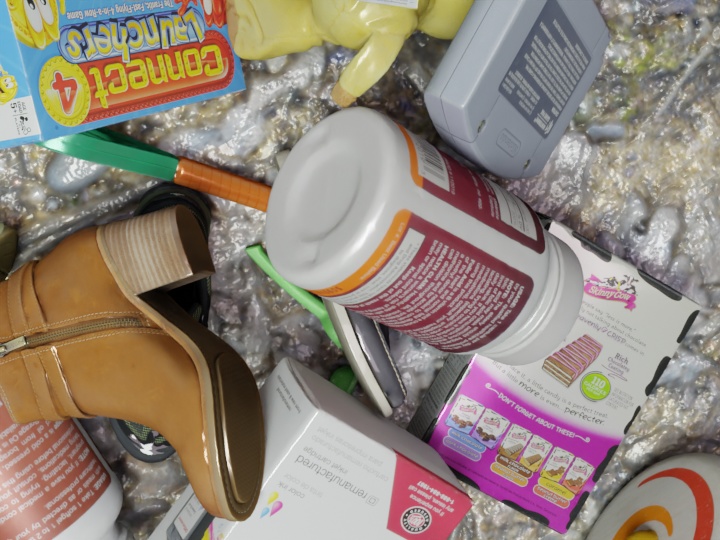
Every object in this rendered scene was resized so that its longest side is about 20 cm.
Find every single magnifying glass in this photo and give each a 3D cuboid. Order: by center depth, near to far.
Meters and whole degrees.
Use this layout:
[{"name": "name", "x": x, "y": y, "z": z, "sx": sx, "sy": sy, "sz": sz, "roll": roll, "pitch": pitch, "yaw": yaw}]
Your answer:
[{"name": "magnifying glass", "x": -0.148, "y": -0.076, "z": 0.745, "sx": 0.199, "sy": 0.080, "sz": 0.023, "roll": 15, "pitch": 100, "yaw": -21}]

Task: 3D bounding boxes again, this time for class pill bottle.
[{"name": "pill bottle", "x": 0.047, "y": -0.013, "z": 0.694, "sx": 0.199, "sy": 0.114, "sz": 0.115, "roll": 26, "pitch": 97, "yaw": -38}, {"name": "pill bottle", "x": -0.236, "y": 0.143, "z": 0.747, "sx": 0.112, "sy": 0.112, "sz": 0.201, "roll": -30, "pitch": 103, "yaw": -2}]

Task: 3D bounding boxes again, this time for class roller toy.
[{"name": "roller toy", "x": 0.248, "y": 0.235, "z": 0.802, "sx": 0.139, "sy": 0.200, "sz": 0.183, "roll": 35, "pitch": 81, "yaw": -12}]

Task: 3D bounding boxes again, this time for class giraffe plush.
[{"name": "giraffe plush", "x": 0.026, "y": -0.200, "z": 0.703, "sx": 0.162, "sy": 0.200, "sz": 0.173, "roll": -10, "pitch": 129, "yaw": -41}]

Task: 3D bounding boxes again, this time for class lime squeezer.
[{"name": "lime squeezer", "x": -0.026, "y": 0.073, "z": 0.803, "sx": 0.070, "sy": 0.038, "sz": 0.201, "roll": -15, "pitch": 103, "yaw": -5}]

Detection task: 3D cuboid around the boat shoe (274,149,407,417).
[{"name": "boat shoe", "x": 0.000, "y": 0.000, "z": 0.753, "sx": 0.062, "sy": 0.073, "sz": 0.201, "roll": -20, "pitch": 79, "yaw": -7}]

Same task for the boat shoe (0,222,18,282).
[{"name": "boat shoe", "x": -0.300, "y": 0.021, "z": 0.682, "sx": 0.063, "sy": 0.201, "sz": 0.073, "roll": 29, "pitch": 134, "yaw": 7}]

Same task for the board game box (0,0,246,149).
[{"name": "board game box", "x": -0.165, "y": -0.188, "z": 0.654, "sx": 0.056, "sy": 0.200, "sz": 0.197, "roll": -4, "pitch": 105, "yaw": 31}]

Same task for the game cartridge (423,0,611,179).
[{"name": "game cartridge", "x": 0.106, "y": -0.130, "z": 0.715, "sx": 0.041, "sy": 0.200, "sz": 0.134, "roll": 36, "pitch": 97, "yaw": 22}]

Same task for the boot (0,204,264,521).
[{"name": "boot", "x": -0.149, "y": 0.073, "z": 0.668, "sx": 0.154, "sy": 0.074, "sz": 0.201, "roll": -21, "pitch": 75, "yaw": 14}]

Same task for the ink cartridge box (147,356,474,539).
[{"name": "ink cartridge box", "x": -0.044, "y": 0.183, "z": 0.727, "sx": 0.147, "sy": 0.086, "sz": 0.200, "roll": 33, "pitch": 94, "yaw": -28}]

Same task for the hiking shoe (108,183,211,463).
[{"name": "hiking shoe", "x": -0.143, "y": 0.044, "z": 0.748, "sx": 0.075, "sy": 0.101, "sz": 0.201, "roll": 4, "pitch": 100, "yaw": -8}]

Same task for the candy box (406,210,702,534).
[{"name": "candy box", "x": 0.141, "y": 0.076, "z": 0.815, "sx": 0.136, "sy": 0.061, "sz": 0.201, "roll": 29, "pitch": 96, "yaw": -10}]
